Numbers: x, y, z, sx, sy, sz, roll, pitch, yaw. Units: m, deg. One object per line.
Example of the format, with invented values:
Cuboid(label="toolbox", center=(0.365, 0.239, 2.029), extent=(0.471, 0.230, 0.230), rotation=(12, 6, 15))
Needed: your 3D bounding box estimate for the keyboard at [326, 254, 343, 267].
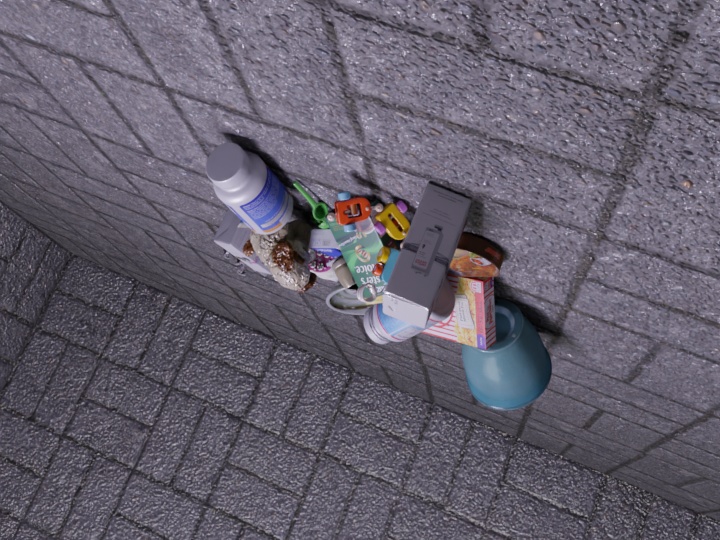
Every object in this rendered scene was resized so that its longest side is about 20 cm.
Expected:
Cuboid(label="keyboard", center=(0.000, 0.000, 1.717), extent=(0.199, 0.056, 0.011), rotation=(28, -148, -56))

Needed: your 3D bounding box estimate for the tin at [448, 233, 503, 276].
Cuboid(label="tin", center=(0.189, -0.029, 1.526), extent=(0.111, 0.043, 0.199), rotation=(27, 167, -28))

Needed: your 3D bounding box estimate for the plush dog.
Cuboid(label="plush dog", center=(-0.167, -0.035, 1.723), extent=(0.173, 0.159, 0.200), rotation=(59, -173, 35))

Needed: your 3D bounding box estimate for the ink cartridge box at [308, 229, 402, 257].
Cuboid(label="ink cartridge box", center=(-0.009, -0.054, 1.676), extent=(0.197, 0.045, 0.093), rotation=(2, 168, 46))

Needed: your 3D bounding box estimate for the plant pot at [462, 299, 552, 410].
Cuboid(label="plant pot", center=(0.307, 0.169, 1.763), extent=(0.197, 0.202, 0.189), rotation=(14, 149, 33))

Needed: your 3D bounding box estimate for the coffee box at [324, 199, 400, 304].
Cuboid(label="coffee box", center=(0.022, -0.032, 1.547), extent=(0.121, 0.044, 0.203), rotation=(-5, 117, 45))

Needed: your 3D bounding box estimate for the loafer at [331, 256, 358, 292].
Cuboid(label="loafer", center=(0.020, 0.021, 1.677), extent=(0.197, 0.070, 0.075), rotation=(11, 149, -43))

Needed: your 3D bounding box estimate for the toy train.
Cuboid(label="toy train", center=(0.020, -0.053, 1.453), extent=(0.147, 0.204, 0.056), rotation=(-17, -168, -13))

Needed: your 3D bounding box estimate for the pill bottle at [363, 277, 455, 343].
Cuboid(label="pill bottle", center=(0.095, 0.080, 1.653), extent=(0.108, 0.111, 0.199), rotation=(30, 142, -25))

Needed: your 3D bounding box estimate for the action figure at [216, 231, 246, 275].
Cuboid(label="action figure", center=(-0.308, -0.037, 2.176), extent=(0.196, 0.104, 0.119), rotation=(21, 177, 4))

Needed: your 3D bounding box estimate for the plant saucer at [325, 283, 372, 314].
Cuboid(label="plant saucer", center=(0.014, 0.050, 1.906), extent=(0.195, 0.051, 0.201), rotation=(-3, 158, -1))

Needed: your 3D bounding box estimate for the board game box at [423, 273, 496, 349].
Cuboid(label="board game box", center=(0.185, 0.066, 1.675), extent=(0.197, 0.046, 0.155), rotation=(12, 118, 38))

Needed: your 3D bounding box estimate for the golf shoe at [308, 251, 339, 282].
Cuboid(label="golf shoe", center=(-0.112, -0.021, 1.917), extent=(0.199, 0.076, 0.091), rotation=(29, 171, 46))

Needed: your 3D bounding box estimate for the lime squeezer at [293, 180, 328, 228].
Cuboid(label="lime squeezer", center=(-0.089, -0.126, 1.661), extent=(0.071, 0.037, 0.200), rotation=(53, 176, 19))

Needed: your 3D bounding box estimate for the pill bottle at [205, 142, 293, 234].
Cuboid(label="pill bottle", center=(-0.217, -0.161, 1.560), extent=(0.110, 0.114, 0.200), rotation=(16, 163, 26))

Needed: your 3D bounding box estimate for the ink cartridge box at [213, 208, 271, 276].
Cuboid(label="ink cartridge box", center=(-0.243, -0.071, 1.913), extent=(0.067, 0.117, 0.200), rotation=(12, 162, 39))

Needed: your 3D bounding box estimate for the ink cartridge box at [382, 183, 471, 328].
Cuboid(label="ink cartridge box", center=(0.110, -0.020, 1.351), extent=(0.081, 0.203, 0.147), rotation=(21, 166, 8))
